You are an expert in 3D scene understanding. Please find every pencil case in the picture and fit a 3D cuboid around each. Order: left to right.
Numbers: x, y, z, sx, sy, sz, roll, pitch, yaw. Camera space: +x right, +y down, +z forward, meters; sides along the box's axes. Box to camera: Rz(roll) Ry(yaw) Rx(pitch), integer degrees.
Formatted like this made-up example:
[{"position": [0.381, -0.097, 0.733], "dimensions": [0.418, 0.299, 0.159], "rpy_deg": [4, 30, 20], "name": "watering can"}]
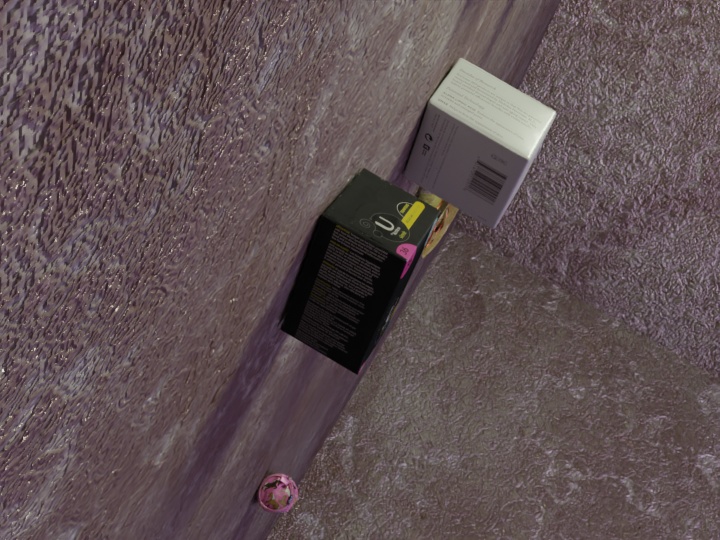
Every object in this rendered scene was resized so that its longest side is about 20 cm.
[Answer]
[{"position": [-0.186, 0.510, 2.117], "dimensions": [0.200, 0.085, 0.085], "rpy_deg": [96, -7, -74], "name": "pencil case"}]

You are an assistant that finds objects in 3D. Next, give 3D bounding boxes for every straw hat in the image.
[{"position": [0.161, -0.135, 2.135], "dimensions": [0.203, 0.084, 0.202], "rpy_deg": [-55, 168, -18], "name": "straw hat"}]

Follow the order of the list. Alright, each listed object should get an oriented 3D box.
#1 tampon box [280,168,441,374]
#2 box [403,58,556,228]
[{"position": [0.000, 0.000, 1.235], "dimensions": [0.150, 0.125, 0.202], "rpy_deg": [-54, 170, -54], "name": "tampon box"}, {"position": [0.203, -0.218, 1.610], "dimensions": [0.131, 0.198, 0.200], "rpy_deg": [-54, 170, -34], "name": "box"}]
